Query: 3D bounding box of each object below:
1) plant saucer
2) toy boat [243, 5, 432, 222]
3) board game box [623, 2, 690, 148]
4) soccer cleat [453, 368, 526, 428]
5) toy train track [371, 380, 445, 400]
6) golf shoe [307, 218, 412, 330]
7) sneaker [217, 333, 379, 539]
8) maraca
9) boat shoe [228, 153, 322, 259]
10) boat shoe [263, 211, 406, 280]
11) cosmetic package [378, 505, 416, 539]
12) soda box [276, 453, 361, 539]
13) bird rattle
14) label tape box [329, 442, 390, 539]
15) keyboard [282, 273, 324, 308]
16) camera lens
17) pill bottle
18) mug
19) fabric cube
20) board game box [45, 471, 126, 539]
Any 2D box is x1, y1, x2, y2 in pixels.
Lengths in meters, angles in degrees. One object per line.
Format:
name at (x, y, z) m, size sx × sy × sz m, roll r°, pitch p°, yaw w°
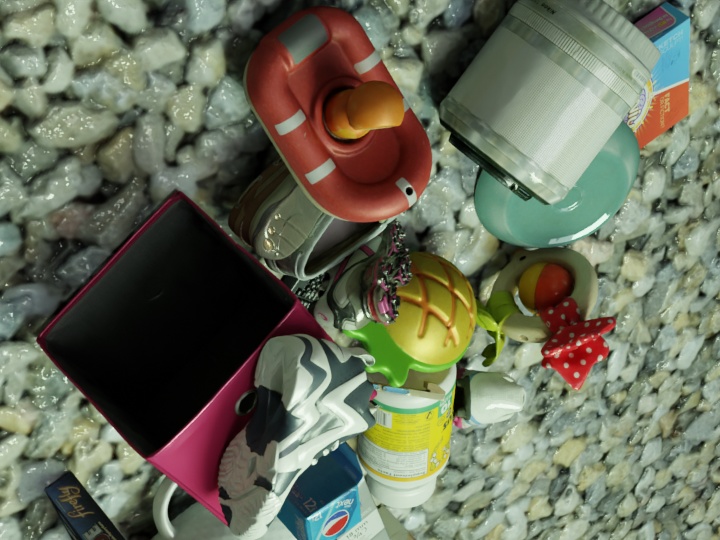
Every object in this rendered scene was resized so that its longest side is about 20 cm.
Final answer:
plant saucer at (0.226, -0.090, 1.838) m, size 0.198 × 0.036 × 0.201 m, roll -11°, pitch 137°, yaw -10°
toy boat at (-0.005, -0.139, 1.472) m, size 0.130 × 0.130 × 0.201 m, roll -41°, pitch 109°, yaw -22°
board game box at (0.290, -0.191, 1.870) m, size 0.199 × 0.040 × 0.154 m, roll -35°, pitch 142°, yaw -18°
soccer cleat at (0.148, 0.152, 1.926) m, size 0.200 × 0.085 × 0.071 m, roll 131°, pitch -40°, yaw -88°
toy train track at (-0.006, 0.108, 1.755) m, size 0.198 × 0.115 × 0.033 m, roll 10°, pitch 90°, yaw -9°
golf shoe at (0.000, 0.000, 1.663) m, size 0.200 × 0.091 × 0.073 m, roll -61°, pitch 139°, yaw -68°
sneaker at (-0.044, 0.148, 1.455) m, size 0.129 × 0.079 × 0.201 m, roll 0°, pitch 112°, yaw -39°
maraca at (0.052, 0.049, 1.760) m, size 0.107 × 0.138 × 0.199 m, roll -37°, pitch 173°, yaw 41°
boat shoe at (-0.051, -0.097, 1.574) m, size 0.200 × 0.071 × 0.076 m, roll -44°, pitch 136°, yaw -25°
boat shoe at (-0.004, -0.055, 1.618) m, size 0.201 × 0.065 × 0.075 m, roll -33°, pitch 127°, yaw -27°
cosmetic package at (-0.021, 0.397, 2.037) m, size 0.199 × 0.087 × 0.104 m, roll -31°, pitch 142°, yaw -23°
soda box at (-0.084, 0.194, 1.691) m, size 0.067 × 0.200 × 0.065 m, roll -30°, pitch 141°, yaw -22°
bird rattle at (0.206, 0.038, 1.877) m, size 0.113 × 0.198 × 0.164 m, roll 50°, pitch 54°, yaw -37°
label tape box at (-0.045, 0.229, 1.813) m, size 0.063 × 0.144 × 0.201 m, roll -36°, pitch 142°, yaw -13°
keyboard at (-0.010, -0.039, 1.694) m, size 0.201 × 0.040 × 0.104 m, roll -56°, pitch 144°, yaw 8°
camera lens at (0.188, -0.181, 1.670) m, size 0.201 × 0.160 × 0.160 m, roll -53°, pitch 144°, yaw 6°
pill bottle at (0.051, 0.177, 1.892) m, size 0.112 × 0.113 × 0.202 m, roll -26°, pitch 138°, yaw -28°
mug at (-0.148, 0.289, 1.779) m, size 0.175 × 0.147 × 0.201 m, roll -39°, pitch 113°, yaw -22°
fabric cube at (-0.140, 0.090, 1.538) m, size 0.196 × 0.200 × 0.200 m, roll -45°, pitch 144°, yaw -6°
board game box at (-0.248, 0.310, 1.681) m, size 0.034 × 0.135 × 0.201 m, roll -35°, pitch 141°, yaw -17°
